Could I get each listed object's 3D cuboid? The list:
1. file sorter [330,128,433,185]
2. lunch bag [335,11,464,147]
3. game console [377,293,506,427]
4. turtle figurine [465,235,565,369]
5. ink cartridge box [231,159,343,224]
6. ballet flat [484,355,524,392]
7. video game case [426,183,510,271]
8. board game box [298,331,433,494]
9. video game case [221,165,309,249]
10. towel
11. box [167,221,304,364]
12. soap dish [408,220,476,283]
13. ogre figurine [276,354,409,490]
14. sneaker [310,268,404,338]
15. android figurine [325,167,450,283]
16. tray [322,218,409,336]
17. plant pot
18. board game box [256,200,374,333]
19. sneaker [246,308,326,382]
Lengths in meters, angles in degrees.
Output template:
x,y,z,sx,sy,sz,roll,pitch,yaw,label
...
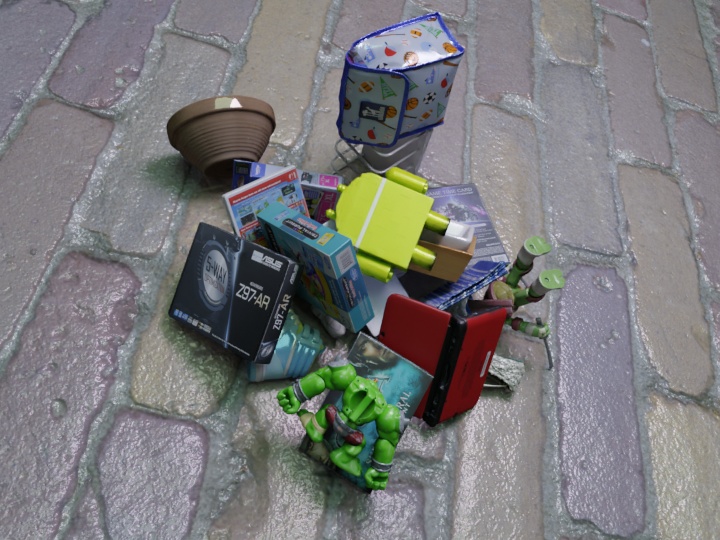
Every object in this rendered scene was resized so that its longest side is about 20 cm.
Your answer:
x,y,z,sx,sy,sz,roll,pitch,yaw,label
0.027,-0.219,1.248,0.123,0.201,0.139,-34,71,-26,file sorter
0.056,-0.303,1.089,0.196,0.172,0.125,-20,62,-20,lunch bag
0.122,0.133,1.066,0.169,0.204,0.118,-12,36,-38,game console
0.301,0.039,1.165,0.196,0.195,0.146,23,53,-3,turtle figurine
-0.137,-0.133,1.194,0.194,0.120,0.043,10,53,-8,ink cartridge box
0.191,0.162,1.135,0.195,0.072,0.073,18,55,-4,ballet flat
0.203,-0.085,1.319,0.139,0.019,0.204,-8,60,-20,video game case
0.008,0.216,1.010,0.133,0.028,0.203,29,89,7,board game box
-0.143,-0.058,1.126,0.141,0.205,0.017,-28,25,-29,video game case
0.147,0.036,1.122,0.197,0.145,0.024,-30,96,-4,towel
-0.197,0.032,1.028,0.197,0.043,0.164,22,92,29,box
0.125,-0.047,1.173,0.153,0.083,0.200,16,14,8,soap dish
-0.013,0.213,0.951,0.200,0.098,0.120,46,103,20,ogre figurine
0.007,0.048,1.159,0.197,0.075,0.082,-30,83,-26,sneaker
0.041,-0.078,1.065,0.196,0.041,0.186,21,81,8,android figurine
0.000,0.000,1.109,0.107,0.022,0.203,-38,101,-34,tray
-0.245,-0.227,1.192,0.196,0.201,0.095,-9,80,-20,plant pot
-0.073,-0.008,1.035,0.047,0.153,0.198,-36,40,-24,board game box
-0.117,0.080,1.079,0.127,0.079,0.206,5,82,-15,sneaker
